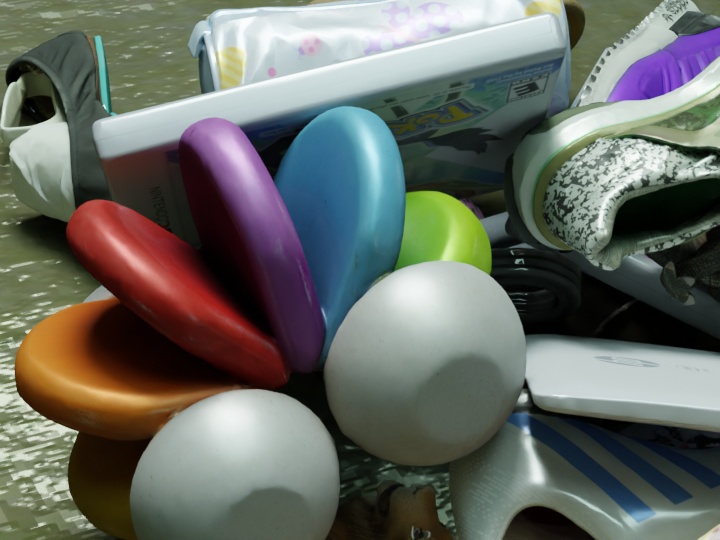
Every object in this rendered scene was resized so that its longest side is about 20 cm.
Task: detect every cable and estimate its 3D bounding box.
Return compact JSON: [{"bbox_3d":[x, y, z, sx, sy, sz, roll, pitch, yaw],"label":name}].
[{"bbox_3d":[0.000,0.000,0.943,0.198,0.097,0.051,-13,46,12],"label":"cable"}]

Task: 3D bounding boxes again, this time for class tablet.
[{"bbox_3d":[0.131,0.046,0.839,0.129,0.014,0.200,7,4,2],"label":"tablet"}]

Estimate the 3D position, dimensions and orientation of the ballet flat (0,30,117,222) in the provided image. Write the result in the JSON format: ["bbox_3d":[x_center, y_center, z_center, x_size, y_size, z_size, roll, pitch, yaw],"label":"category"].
[{"bbox_3d":[-0.155,-0.064,1.078,0.068,0.069,0.200,-11,31,-11],"label":"ballet flat"}]

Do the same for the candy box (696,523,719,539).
[{"bbox_3d":[0.085,0.179,0.710,0.199,0.116,0.055,-33,49,-7],"label":"candy box"}]

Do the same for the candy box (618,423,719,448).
[{"bbox_3d":[0.168,0.151,0.862,0.167,0.072,0.200,-21,47,-33],"label":"candy box"}]

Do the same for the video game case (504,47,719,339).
[{"bbox_3d":[0.189,-0.027,1.038,0.199,0.024,0.182,27,38,6],"label":"video game case"}]

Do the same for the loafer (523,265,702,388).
[{"bbox_3d":[0.135,0.032,1.005,0.071,0.073,0.200,24,39,20],"label":"loafer"}]

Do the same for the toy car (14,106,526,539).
[{"bbox_3d":[-0.045,0.013,0.803,0.199,0.151,0.175,-33,32,-8],"label":"toy car"}]

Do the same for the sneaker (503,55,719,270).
[{"bbox_3d":[0.167,-0.046,0.888,0.199,0.077,0.089,-24,34,-3],"label":"sneaker"}]

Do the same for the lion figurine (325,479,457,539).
[{"bbox_3d":[-0.051,0.145,0.829,0.122,0.073,0.200,32,49,28],"label":"lion figurine"}]

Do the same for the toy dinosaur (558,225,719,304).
[{"bbox_3d":[0.195,0.000,0.933,0.198,0.078,0.102,-9,11,24],"label":"toy dinosaur"}]

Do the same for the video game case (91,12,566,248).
[{"bbox_3d":[-0.014,-0.051,0.909,0.198,0.182,0.022,-14,75,-5],"label":"video game case"}]

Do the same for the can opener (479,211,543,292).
[{"bbox_3d":[0.136,-0.037,1.098,0.199,0.067,0.053,-17,44,-40],"label":"can opener"}]

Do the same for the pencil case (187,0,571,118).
[{"bbox_3d":[0.013,-0.108,1.062,0.198,0.091,0.083,-12,39,-4],"label":"pencil case"}]

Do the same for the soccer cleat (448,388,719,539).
[{"bbox_3d":[0.132,0.107,0.809,0.198,0.070,0.087,7,54,2],"label":"soccer cleat"}]

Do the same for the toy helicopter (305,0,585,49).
[{"bbox_3d":[0.044,-0.139,1.156,0.198,0.133,0.079,-12,42,-27],"label":"toy helicopter"}]

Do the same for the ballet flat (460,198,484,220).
[{"bbox_3d":[-0.013,-0.025,1.048,0.199,0.072,0.069,-14,43,-28],"label":"ballet flat"}]

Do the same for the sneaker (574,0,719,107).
[{"bbox_3d":[0.162,-0.069,0.998,0.099,0.070,0.200,33,40,10],"label":"sneaker"}]
